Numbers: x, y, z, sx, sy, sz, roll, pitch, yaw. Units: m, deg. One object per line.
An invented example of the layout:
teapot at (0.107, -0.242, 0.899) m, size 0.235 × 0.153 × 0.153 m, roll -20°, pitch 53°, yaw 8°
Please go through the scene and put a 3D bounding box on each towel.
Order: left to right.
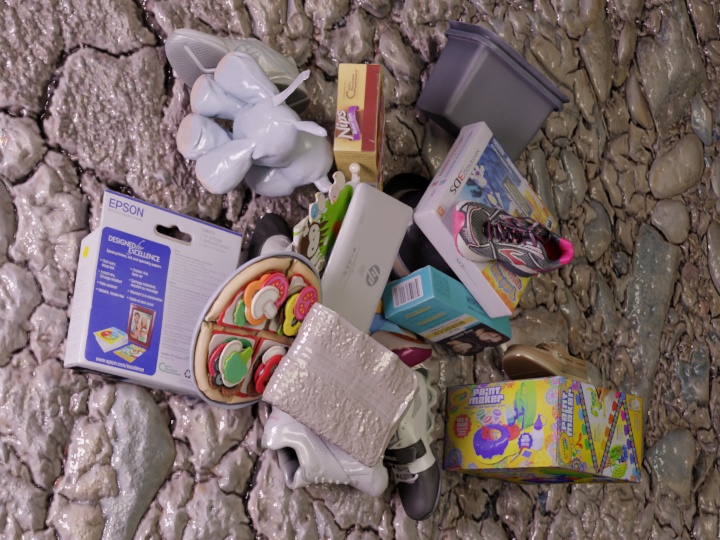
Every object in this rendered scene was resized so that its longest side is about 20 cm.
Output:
towel at (-0.017, 0.140, 1.543) m, size 0.200 × 0.034 × 0.133 m, roll 37°, pitch 77°, yaw -36°

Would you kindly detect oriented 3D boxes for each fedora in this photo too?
fedora at (0.109, -0.047, 1.792) m, size 0.200 × 0.091 × 0.201 m, roll 11°, pitch 74°, yaw -43°

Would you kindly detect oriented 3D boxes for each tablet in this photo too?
tablet at (0.000, 0.000, 1.625) m, size 0.130 × 0.014 × 0.201 m, roll 23°, pitch 87°, yaw -54°

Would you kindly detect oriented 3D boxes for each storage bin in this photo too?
storage bin at (0.176, -0.250, 1.886) m, size 0.200 × 0.145 × 0.135 m, roll 35°, pitch 87°, yaw -35°

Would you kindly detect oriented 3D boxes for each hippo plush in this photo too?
hippo plush at (-0.105, -0.171, 1.567) m, size 0.161 × 0.200 × 0.160 m, roll 21°, pitch 49°, yaw -59°

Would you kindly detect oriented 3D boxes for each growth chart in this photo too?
growth chart at (-0.050, -0.027, 1.568) m, size 0.200 × 0.018 × 0.145 m, roll -52°, pitch 149°, yaw -33°

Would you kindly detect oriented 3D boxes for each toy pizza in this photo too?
toy pizza at (-0.111, 0.073, 1.486) m, size 0.200 × 0.032 × 0.201 m, roll -29°, pitch 134°, yaw -35°

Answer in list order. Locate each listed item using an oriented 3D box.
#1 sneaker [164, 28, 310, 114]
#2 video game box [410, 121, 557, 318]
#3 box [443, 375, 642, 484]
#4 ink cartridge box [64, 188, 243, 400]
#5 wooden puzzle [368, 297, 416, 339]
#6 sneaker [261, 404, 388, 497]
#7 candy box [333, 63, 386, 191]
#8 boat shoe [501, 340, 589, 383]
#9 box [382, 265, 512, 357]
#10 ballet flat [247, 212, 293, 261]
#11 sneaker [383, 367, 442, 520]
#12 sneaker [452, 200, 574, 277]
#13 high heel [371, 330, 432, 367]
sneaker at (-0.155, -0.254, 1.606) m, size 0.200 × 0.070 × 0.080 m, roll 20°, pitch 43°, yaw -35°
video game box at (0.172, -0.069, 1.763) m, size 0.200 × 0.047 × 0.182 m, roll 50°, pitch 54°, yaw -26°
box at (0.254, 0.226, 1.806) m, size 0.192 × 0.200 × 0.122 m, roll 17°, pitch 71°, yaw -40°
ink cartridge box at (-0.232, 0.032, 1.481) m, size 0.197 × 0.047 × 0.201 m, roll 19°, pitch 68°, yaw -39°
wooden puzzle at (-0.014, 0.081, 1.688) m, size 0.185 × 0.037 × 0.200 m, roll 56°, pitch 49°, yaw -21°
sneaker at (-0.051, 0.235, 1.606) m, size 0.200 × 0.078 × 0.100 m, roll 40°, pitch 66°, yaw -25°
candy box at (0.002, -0.170, 1.658) m, size 0.200 × 0.056 × 0.117 m, roll 83°, pitch 10°, yaw -75°
boat shoe at (0.276, 0.139, 1.943) m, size 0.200 × 0.071 × 0.065 m, roll 29°, pitch 56°, yaw -46°
box at (0.119, 0.059, 1.764) m, size 0.200 × 0.082 × 0.049 m, roll 27°, pitch 47°, yaw -47°
ballet flat at (-0.108, 0.017, 1.586) m, size 0.068 × 0.068 × 0.201 m, roll 30°, pitch 62°, yaw -34°
sneaker at (0.053, 0.226, 1.697) m, size 0.088 × 0.074 × 0.201 m, roll 8°, pitch 73°, yaw -47°
sneaker at (0.196, -0.047, 1.698) m, size 0.200 × 0.075 × 0.081 m, roll 15°, pitch 73°, yaw -41°
high heel at (0.022, 0.130, 1.657) m, size 0.200 × 0.067 × 0.096 m, roll 5°, pitch 104°, yaw -53°
